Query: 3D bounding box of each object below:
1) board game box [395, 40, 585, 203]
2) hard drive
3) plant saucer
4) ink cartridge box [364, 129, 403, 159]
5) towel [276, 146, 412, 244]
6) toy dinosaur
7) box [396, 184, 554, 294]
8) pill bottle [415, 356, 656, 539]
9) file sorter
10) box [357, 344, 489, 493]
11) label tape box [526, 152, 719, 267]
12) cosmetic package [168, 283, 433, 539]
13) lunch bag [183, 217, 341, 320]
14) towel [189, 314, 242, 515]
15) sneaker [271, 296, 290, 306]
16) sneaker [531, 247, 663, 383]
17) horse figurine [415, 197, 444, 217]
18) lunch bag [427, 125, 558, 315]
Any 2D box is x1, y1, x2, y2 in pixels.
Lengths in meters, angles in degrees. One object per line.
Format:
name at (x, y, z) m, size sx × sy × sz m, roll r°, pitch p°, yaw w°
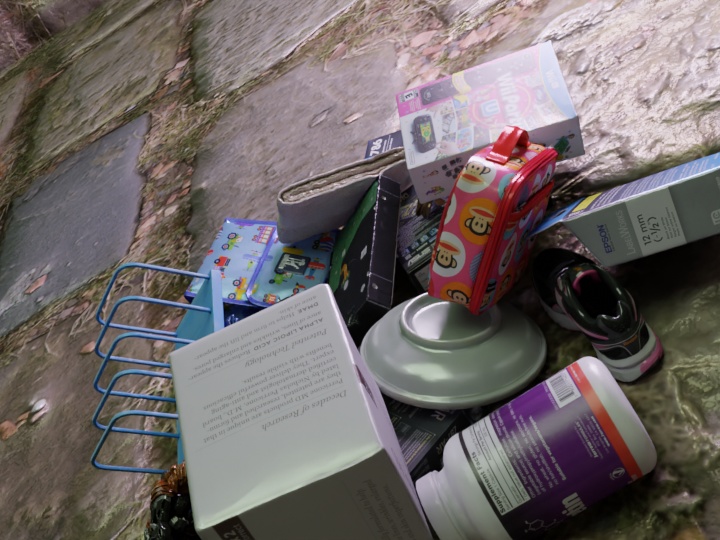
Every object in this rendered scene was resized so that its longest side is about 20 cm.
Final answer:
board game box at (0.148, -0.174, 1.152) m, size 0.197 × 0.065 × 0.149 m, roll -16°, pitch 46°, yaw 10°
hard drive at (0.000, 0.000, 1.197) m, size 0.140 × 0.037 × 0.202 m, roll -52°, pitch 25°, yaw 44°
plant saucer at (0.095, 0.066, 1.024) m, size 0.197 × 0.051 × 0.201 m, roll -5°, pitch 29°, yaw 2°
ink cartridge box at (0.061, -0.159, 1.394) m, size 0.198 × 0.039 × 0.100 m, roll -17°, pitch 40°, yaw 27°
towel at (-0.017, -0.095, 1.277) m, size 0.197 × 0.133 × 0.035 m, roll -21°, pitch 70°, yaw -13°
toy dinosaur at (-0.194, 0.262, 1.032) m, size 0.101 × 0.201 × 0.137 m, roll -15°, pitch 52°, yaw -11°
box at (0.122, -0.077, 1.237) m, size 0.199 × 0.049 × 0.162 m, roll -35°, pitch 36°, yaw 2°
pill bottle at (0.152, 0.171, 0.868) m, size 0.198 × 0.113 × 0.113 m, roll -32°, pitch 35°, yaw 8°
file sorter at (-0.230, 0.111, 1.103) m, size 0.139 × 0.121 × 0.202 m, roll -52°, pitch 37°, yaw 43°
box at (0.012, 0.167, 0.998) m, size 0.159 × 0.044 × 0.200 m, roll 19°, pitch 50°, yaw 37°
label tape box at (0.283, -0.054, 1.001) m, size 0.198 × 0.067 × 0.143 m, roll -21°, pitch 4°, yaw 25°
cosmetic package at (-0.054, 0.158, 0.864) m, size 0.163 × 0.166 × 0.201 m, roll -24°, pitch 43°, yaw 2°
lunch bag at (-0.112, 0.011, 1.327) m, size 0.197 × 0.095 × 0.152 m, roll 0°, pitch 46°, yaw 24°
towel at (-0.170, 0.165, 1.114) m, size 0.145 × 0.024 × 0.203 m, roll -37°, pitch 47°, yaw 52°
sneaker at (-0.150, 0.113, 1.240) m, size 0.199 × 0.075 × 0.080 m, roll -33°, pitch -1°, yaw 27°
sneaker at (0.232, 0.020, 0.994) m, size 0.080 × 0.087 × 0.200 m, roll -36°, pitch 34°, yaw -3°
horse figurine at (0.151, -0.132, 1.193) m, size 0.197 × 0.050 × 0.134 m, roll -18°, pitch 42°, yaw 18°
lunch bag at (0.141, -0.064, 1.015) m, size 0.081 × 0.179 × 0.200 m, roll 21°, pitch 24°, yaw 17°
